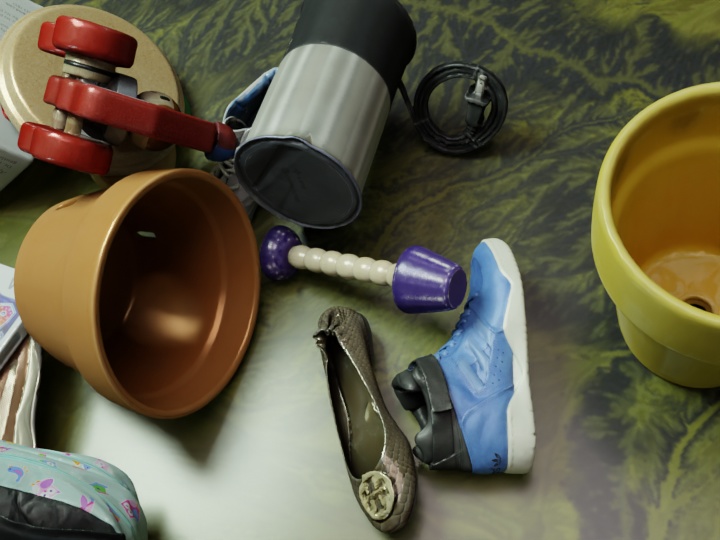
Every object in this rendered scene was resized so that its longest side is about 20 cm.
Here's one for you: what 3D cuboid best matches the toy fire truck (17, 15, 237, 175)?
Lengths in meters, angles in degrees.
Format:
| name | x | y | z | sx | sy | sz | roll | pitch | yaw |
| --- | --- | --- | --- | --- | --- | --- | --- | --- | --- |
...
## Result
| name | x | y | z | sx | sy | sz | roll | pitch | yaw |
| --- | --- | --- | --- | --- | --- | --- | --- | --- | --- |
| toy fire truck | -0.195 | -0.136 | 0.770 | 0.199 | 0.165 | 0.115 | 23 | 101 | 60 |

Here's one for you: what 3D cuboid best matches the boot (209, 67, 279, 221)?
| name | x | y | z | sx | sy | sz | roll | pitch | yaw |
| --- | --- | --- | --- | --- | --- | --- | --- | --- | --- |
| boot | -0.123 | -0.104 | 0.858 | 0.073 | 0.096 | 0.202 | 26 | 69 | 21 |

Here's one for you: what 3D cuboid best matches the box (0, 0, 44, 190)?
| name | x | y | z | sx | sy | sz | roll | pitch | yaw |
| --- | --- | --- | --- | --- | --- | --- | --- | --- | --- |
| box | -0.428 | -0.197 | 0.880 | 0.129 | 0.197 | 0.204 | -27 | 54 | 33 |

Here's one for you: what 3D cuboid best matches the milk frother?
| name | x | y | z | sx | sy | sz | roll | pitch | yaw |
| --- | --- | --- | --- | --- | --- | --- | --- | --- | --- |
| milk frother | 0.017 | -0.126 | 0.799 | 0.195 | 0.182 | 0.191 | 7 | 59 | 20 |

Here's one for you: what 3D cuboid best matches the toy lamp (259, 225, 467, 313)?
| name | x | y | z | sx | sy | sz | roll | pitch | yaw |
| --- | --- | --- | --- | --- | --- | --- | --- | --- | --- |
| toy lamp | 0.000 | 0.000 | 0.773 | 0.197 | 0.058 | 0.059 | 9 | 61 | 36 |

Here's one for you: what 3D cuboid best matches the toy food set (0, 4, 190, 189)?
| name | x | y | z | sx | sy | sz | roll | pitch | yaw |
| --- | --- | --- | --- | --- | --- | --- | --- | --- | --- |
| toy food set | -0.265 | -0.179 | 0.896 | 0.197 | 0.049 | 0.202 | 21 | 56 | -24 |

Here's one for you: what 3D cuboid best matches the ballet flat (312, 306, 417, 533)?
| name | x | y | z | sx | sy | sz | roll | pitch | yaw |
| --- | --- | --- | --- | --- | --- | --- | --- | --- | --- |
| ballet flat | -0.002 | 0.116 | 0.736 | 0.067 | 0.046 | 0.203 | -35 | 53 | 29 |

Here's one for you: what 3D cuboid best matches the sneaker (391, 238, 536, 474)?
| name | x | y | z | sx | sy | sz | roll | pitch | yaw |
| --- | --- | --- | --- | --- | --- | --- | --- | --- | --- |
| sneaker | 0.080 | 0.067 | 0.743 | 0.108 | 0.077 | 0.205 | -1 | 68 | -2 |

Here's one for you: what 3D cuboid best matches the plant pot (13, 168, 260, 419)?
| name | x | y | z | sx | sy | sz | roll | pitch | yaw |
| --- | --- | --- | --- | --- | --- | --- | --- | --- | --- |
| plant pot | -0.197 | 0.014 | 0.765 | 0.137 | 0.201 | 0.203 | 6 | 61 | 32 |

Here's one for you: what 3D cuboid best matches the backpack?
| name | x | y | z | sx | sy | sz | roll | pitch | yaw |
| --- | --- | --- | --- | --- | --- | --- | --- | --- | --- |
| backpack | -0.259 | 0.201 | 0.666 | 0.195 | 0.127 | 0.171 | 11 | 106 | -9 |

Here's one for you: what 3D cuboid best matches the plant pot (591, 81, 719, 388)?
| name | x | y | z | sx | sy | sz | roll | pitch | yaw |
| --- | --- | --- | --- | --- | --- | --- | --- | --- | --- |
| plant pot | 0.273 | -0.004 | 0.686 | 0.196 | 0.190 | 0.205 | -4 | 60 | 7 |

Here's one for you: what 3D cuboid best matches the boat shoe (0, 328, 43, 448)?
| name | x | y | z | sx | sy | sz | roll | pitch | yaw |
| --- | --- | --- | --- | --- | --- | --- | --- | --- | --- |
| boat shoe | -0.315 | 0.112 | 0.774 | 0.070 | 0.076 | 0.204 | 5 | 57 | -21 |

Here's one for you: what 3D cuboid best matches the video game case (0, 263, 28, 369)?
| name | x | y | z | sx | sy | sz | roll | pitch | yaw |
| --- | --- | --- | --- | --- | --- | --- | --- | --- | --- |
| video game case | -0.372 | 0.074 | 0.767 | 0.140 | 0.018 | 0.202 | 14 | 57 | 22 |
